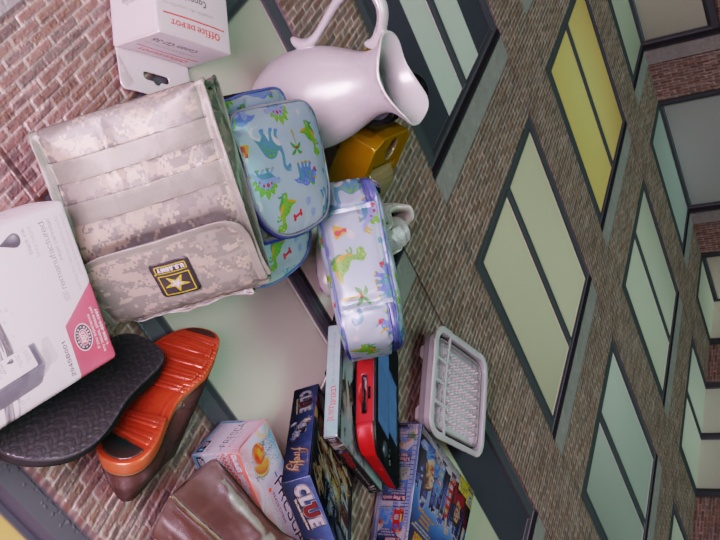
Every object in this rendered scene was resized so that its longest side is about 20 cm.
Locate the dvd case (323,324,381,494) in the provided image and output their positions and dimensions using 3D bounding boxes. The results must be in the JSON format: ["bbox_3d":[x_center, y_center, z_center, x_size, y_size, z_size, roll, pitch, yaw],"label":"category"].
[{"bbox_3d":[-0.006,0.179,1.149,0.201,0.022,0.147,60,26,-54],"label":"dvd case"}]

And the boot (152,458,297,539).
[{"bbox_3d":[-0.149,0.310,0.909,0.200,0.064,0.187,45,81,-21],"label":"boot"}]

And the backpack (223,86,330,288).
[{"bbox_3d":[-0.123,-0.083,0.956,0.182,0.146,0.203,-27,111,-54],"label":"backpack"}]

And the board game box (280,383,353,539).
[{"bbox_3d":[-0.046,0.238,1.042,0.200,0.034,0.137,-90,162,-69],"label":"board game box"}]

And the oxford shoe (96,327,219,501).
[{"bbox_3d":[-0.196,0.134,0.888,0.201,0.070,0.073,-60,162,-48],"label":"oxford shoe"}]

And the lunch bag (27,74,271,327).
[{"bbox_3d":[-0.181,-0.054,0.819,0.118,0.162,0.202,-100,174,-76],"label":"lunch bag"}]

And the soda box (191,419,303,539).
[{"bbox_3d":[-0.107,0.263,0.984,0.064,0.068,0.202,-46,123,-54],"label":"soda box"}]

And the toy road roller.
[{"bbox_3d":[-0.011,-0.199,1.214,0.123,0.145,0.202,-34,149,-60],"label":"toy road roller"}]

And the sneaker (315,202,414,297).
[{"bbox_3d":[0.006,-0.038,1.203,0.200,0.099,0.075,-54,131,-46],"label":"sneaker"}]

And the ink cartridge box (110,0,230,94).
[{"bbox_3d":[-0.199,-0.286,0.946,0.116,0.067,0.203,-1,85,-58],"label":"ink cartridge box"}]

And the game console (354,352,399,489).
[{"bbox_3d":[0.029,0.166,1.190,0.177,0.031,0.202,60,27,-56],"label":"game console"}]

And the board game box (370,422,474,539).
[{"bbox_3d":[0.080,0.354,1.281,0.201,0.061,0.201,55,42,-38],"label":"board game box"}]

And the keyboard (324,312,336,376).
[{"bbox_3d":[-0.013,0.064,1.223,0.105,0.039,0.201,70,34,-48],"label":"keyboard"}]

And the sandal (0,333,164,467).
[{"bbox_3d":[-0.241,0.123,0.800,0.200,0.075,0.048,-42,159,-59],"label":"sandal"}]

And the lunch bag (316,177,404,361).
[{"bbox_3d":[0.000,0.000,1.064,0.161,0.081,0.202,84,-5,-76],"label":"lunch bag"}]

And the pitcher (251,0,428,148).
[{"bbox_3d":[-0.037,-0.236,1.075,0.121,0.198,0.174,-37,114,-55],"label":"pitcher"}]

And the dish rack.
[{"bbox_3d":[0.142,0.195,1.432,0.200,0.043,0.174,35,54,-51],"label":"dish rack"}]

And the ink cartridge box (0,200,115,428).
[{"bbox_3d":[-0.302,0.045,0.695,0.200,0.084,0.147,-36,114,-53],"label":"ink cartridge box"}]
